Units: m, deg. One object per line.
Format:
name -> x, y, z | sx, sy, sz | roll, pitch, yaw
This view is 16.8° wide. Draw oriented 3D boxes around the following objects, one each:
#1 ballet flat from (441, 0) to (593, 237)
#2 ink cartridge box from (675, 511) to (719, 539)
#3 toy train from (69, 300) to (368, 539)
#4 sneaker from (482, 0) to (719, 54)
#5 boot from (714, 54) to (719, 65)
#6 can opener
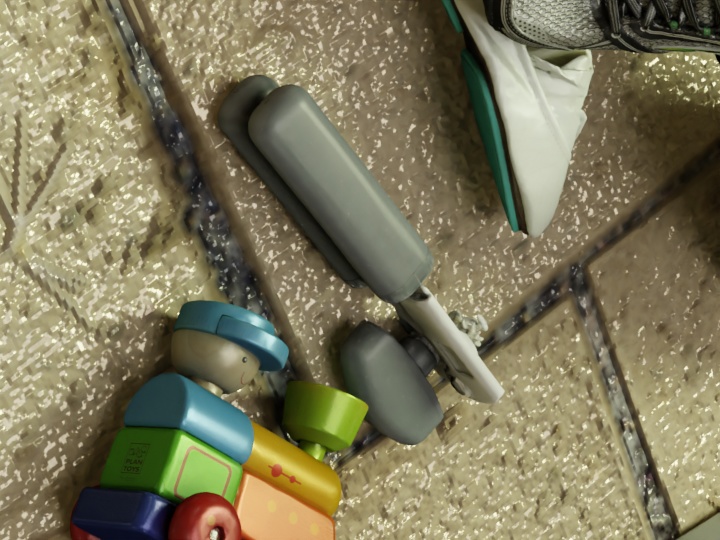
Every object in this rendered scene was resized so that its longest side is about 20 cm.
ballet flat -> 0.069, -0.108, 1.084 | 0.069, 0.069, 0.201 | -34, 117, -26
ink cartridge box -> 0.199, 0.225, 1.225 | 0.199, 0.144, 0.146 | -27, 117, -28
toy train -> -0.026, 0.102, 1.072 | 0.200, 0.084, 0.116 | 33, 68, -38
sneaker -> 0.150, -0.126, 1.025 | 0.199, 0.085, 0.078 | -7, 119, -3
boot -> 0.158, -0.190, 1.084 | 0.167, 0.077, 0.201 | 18, 115, -18
can opener -> 0.000, 0.000, 1.075 | 0.066, 0.053, 0.200 | -45, 124, -18
